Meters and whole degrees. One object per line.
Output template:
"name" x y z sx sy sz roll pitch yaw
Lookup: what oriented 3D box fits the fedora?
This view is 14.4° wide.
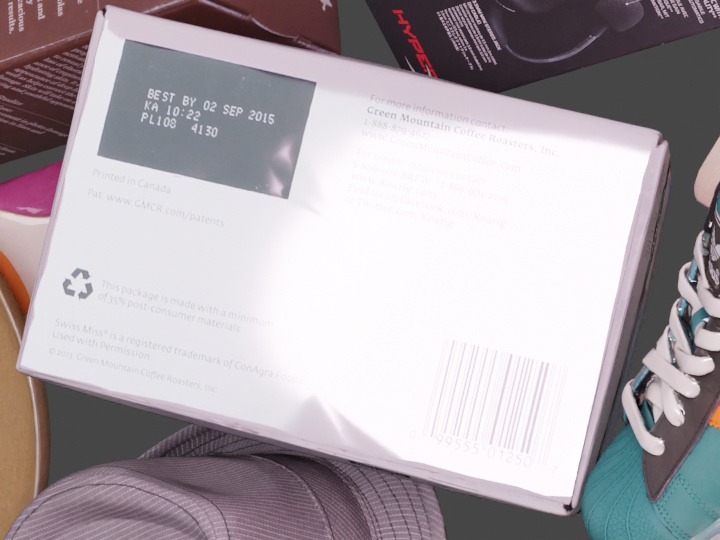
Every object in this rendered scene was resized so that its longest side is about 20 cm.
"fedora" -0.070 0.127 1.070 0.199 0.090 0.178 -14 65 39

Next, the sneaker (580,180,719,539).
"sneaker" 0.124 0.010 0.881 0.200 0.080 0.072 -49 28 20

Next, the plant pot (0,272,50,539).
"plant pot" -0.196 0.061 1.198 0.199 0.027 0.201 7 101 39

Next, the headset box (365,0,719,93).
"headset box" 0.084 -0.157 1.008 0.199 0.075 0.149 -16 116 31

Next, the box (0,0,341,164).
"box" -0.117 -0.104 1.164 0.199 0.100 0.075 -13 73 31

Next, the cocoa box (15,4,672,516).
"cocoa box" 0.000 0.000 1.002 0.199 0.131 0.134 13 86 9

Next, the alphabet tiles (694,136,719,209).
"alphabet tiles" 0.183 -0.039 0.938 0.196 0.015 0.200 -58 26 2

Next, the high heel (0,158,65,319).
"high heel" -0.101 -0.032 1.179 0.200 0.096 0.068 -22 106 49
